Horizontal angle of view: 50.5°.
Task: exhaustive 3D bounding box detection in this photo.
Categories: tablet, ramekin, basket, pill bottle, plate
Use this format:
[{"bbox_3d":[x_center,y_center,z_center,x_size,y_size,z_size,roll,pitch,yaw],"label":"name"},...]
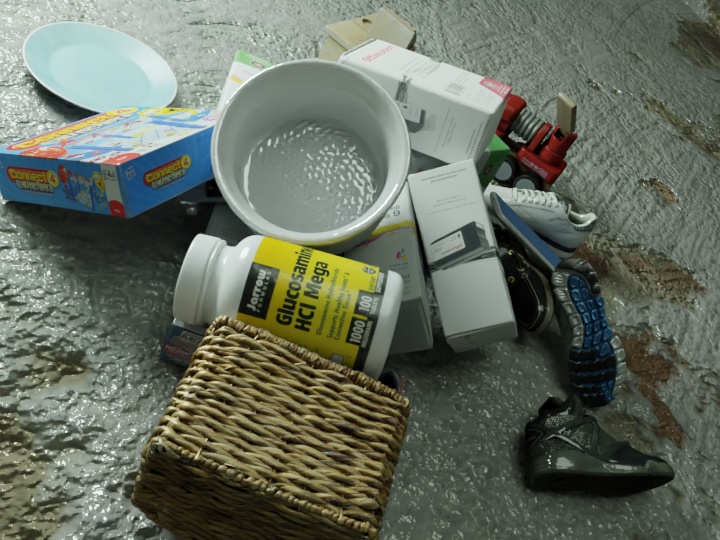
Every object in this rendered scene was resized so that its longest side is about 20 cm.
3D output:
[{"bbox_3d":[0.265,-0.031,1.131,0.200,0.014,0.130,44,18,-12],"label":"tablet"},{"bbox_3d":[-0.051,-0.110,0.806,0.200,0.098,0.201,1,75,-3],"label":"ramekin"},{"bbox_3d":[-0.075,0.163,0.665,0.200,0.143,0.149,23,43,-3],"label":"basket"},{"bbox_3d":[-0.068,0.032,0.725,0.200,0.112,0.112,15,41,-1],"label":"pill bottle"},{"bbox_3d":[-0.348,-0.265,1.027,0.200,0.026,0.200,18,42,-17],"label":"plate"}]

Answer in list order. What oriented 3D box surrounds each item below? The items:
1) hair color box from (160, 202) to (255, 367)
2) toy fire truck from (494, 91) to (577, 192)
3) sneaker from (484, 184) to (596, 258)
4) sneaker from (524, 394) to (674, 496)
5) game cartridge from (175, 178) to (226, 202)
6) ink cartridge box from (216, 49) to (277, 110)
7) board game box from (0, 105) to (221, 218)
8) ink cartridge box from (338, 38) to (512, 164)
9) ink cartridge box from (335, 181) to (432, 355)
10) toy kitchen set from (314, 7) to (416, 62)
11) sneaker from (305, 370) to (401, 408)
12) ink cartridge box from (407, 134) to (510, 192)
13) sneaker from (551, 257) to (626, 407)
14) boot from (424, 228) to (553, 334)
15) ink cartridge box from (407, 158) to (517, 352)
[{"bbox_3d":[-0.141,0.021,0.837,0.100,0.061,0.200,21,40,-12],"label":"hair color box"},{"bbox_3d":[0.282,-0.237,1.273,0.176,0.200,0.129,39,39,8],"label":"toy fire truck"},{"bbox_3d":[0.276,-0.099,1.221,0.200,0.081,0.076,23,42,-9],"label":"sneaker"},{"bbox_3d":[0.281,0.206,0.911,0.199,0.076,0.114,10,50,-17],"label":"sneaker"},{"bbox_3d":[-0.114,-0.106,0.921,0.200,0.041,0.133,-1,15,-1],"label":"game cartridge"},{"bbox_3d":[-0.126,-0.204,1.053,0.145,0.084,0.200,20,36,-15],"label":"ink cartridge box"},{"bbox_3d":[-0.256,-0.127,0.840,0.196,0.056,0.200,9,29,29],"label":"board game box"},{"bbox_3d":[0.076,-0.217,0.976,0.200,0.085,0.146,24,30,9],"label":"ink cartridge box"},{"bbox_3d":[0.000,0.000,0.884,0.145,0.088,0.200,-10,42,9],"label":"ink cartridge box"},{"bbox_3d":[0.062,-0.373,1.299,0.200,0.163,0.180,42,40,11],"label":"toy kitchen set"},{"bbox_3d":[-0.048,0.125,0.771,0.200,0.085,0.075,1,48,-32],"label":"sneaker"},{"bbox_3d":[0.093,-0.135,1.084,0.200,0.146,0.084,-11,54,-41],"label":"ink cartridge box"},{"bbox_3d":[0.304,0.084,1.035,0.075,0.087,0.200,-10,83,5],"label":"sneaker"},{"bbox_3d":[0.170,0.000,1.053,0.150,0.073,0.200,13,39,-24],"label":"boot"},{"bbox_3d":[0.127,-0.012,0.927,0.145,0.084,0.200,41,36,-72],"label":"ink cartridge box"}]
